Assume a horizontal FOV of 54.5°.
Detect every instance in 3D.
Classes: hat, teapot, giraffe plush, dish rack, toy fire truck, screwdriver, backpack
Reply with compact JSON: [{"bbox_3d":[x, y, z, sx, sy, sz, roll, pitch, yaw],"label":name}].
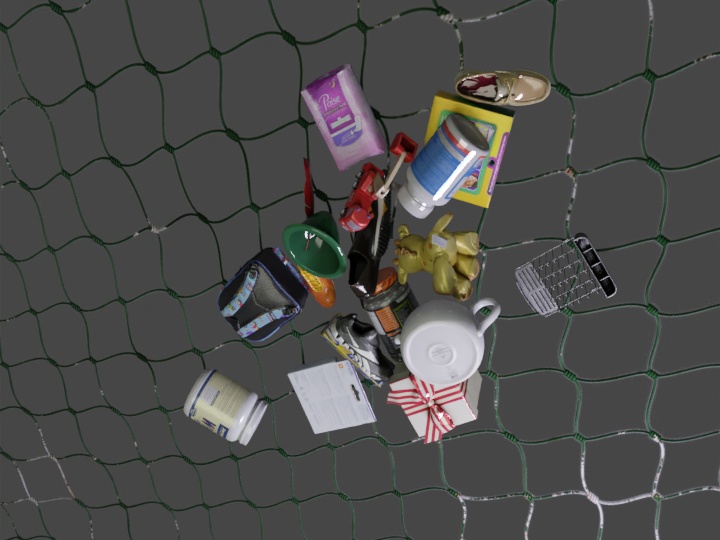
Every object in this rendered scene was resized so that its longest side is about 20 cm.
[{"bbox_3d":[-0.078,-0.113,1.614,0.161,0.179,0.203,12,144,21],"label":"hat"},{"bbox_3d":[0.182,0.135,1.514,0.194,0.147,0.202,16,123,2],"label":"teapot"},{"bbox_3d":[0.154,-0.029,1.563,0.159,0.177,0.199,-1,150,43],"label":"giraffe plush"},{"bbox_3d":[0.446,0.019,1.544,0.197,0.055,0.155,-30,103,28],"label":"dish rack"},{"bbox_3d":[0.035,-0.180,1.460,0.048,0.205,0.140,30,165,-24],"label":"toy fire truck"},{"bbox_3d":[0.000,0.000,1.691,0.028,0.028,0.206,-12,114,-11],"label":"screwdriver"},{"bbox_3d":[-0.248,0.067,1.737,0.199,0.135,0.183,-38,100,28],"label":"backpack"}]

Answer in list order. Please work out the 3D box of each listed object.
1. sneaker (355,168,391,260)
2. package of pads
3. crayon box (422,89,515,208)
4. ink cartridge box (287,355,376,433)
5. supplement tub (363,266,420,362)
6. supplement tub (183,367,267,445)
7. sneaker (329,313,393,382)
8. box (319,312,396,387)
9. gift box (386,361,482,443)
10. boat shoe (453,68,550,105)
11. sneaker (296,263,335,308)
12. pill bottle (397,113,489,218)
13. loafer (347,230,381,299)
[{"bbox_3d":[0.019,-0.124,1.565,0.087,0.070,0.207,0,81,23],"label":"sneaker"},{"bbox_3d":[-0.032,-0.329,1.512,0.118,0.076,0.204,-20,108,22],"label":"package of pads"},{"bbox_3d":[0.218,-0.256,1.478,0.168,0.059,0.205,18,120,10],"label":"crayon box"},{"bbox_3d":[-0.072,0.330,1.865,0.195,0.041,0.204,-14,110,23],"label":"ink cartridge box"},{"bbox_3d":[0.084,0.103,1.658,0.120,0.123,0.204,-20,108,25],"label":"supplement tub"},{"bbox_3d":[-0.370,0.375,1.920,0.196,0.146,0.147,29,121,2],"label":"supplement tub"},{"bbox_3d":[0.018,0.182,1.677,0.200,0.067,0.090,46,125,-4],"label":"sneaker"},{"bbox_3d":[-0.007,0.201,1.754,0.199,0.064,0.070,43,79,-5],"label":"box"},{"bbox_3d":[0.175,0.285,1.682,0.197,0.188,0.187,-29,105,26],"label":"gift box"},{"bbox_3d":[0.281,-0.363,1.401,0.194,0.067,0.076,5,117,15],"label":"boat shoe"},{"bbox_3d":[-0.120,0.008,1.703,0.071,0.078,0.204,-17,111,22],"label":"sneaker"},{"bbox_3d":[0.162,-0.206,1.422,0.111,0.113,0.201,38,121,-4],"label":"pill bottle"},{"bbox_3d":[0.009,-0.042,1.586,0.071,0.071,0.207,-7,70,30],"label":"loafer"}]
